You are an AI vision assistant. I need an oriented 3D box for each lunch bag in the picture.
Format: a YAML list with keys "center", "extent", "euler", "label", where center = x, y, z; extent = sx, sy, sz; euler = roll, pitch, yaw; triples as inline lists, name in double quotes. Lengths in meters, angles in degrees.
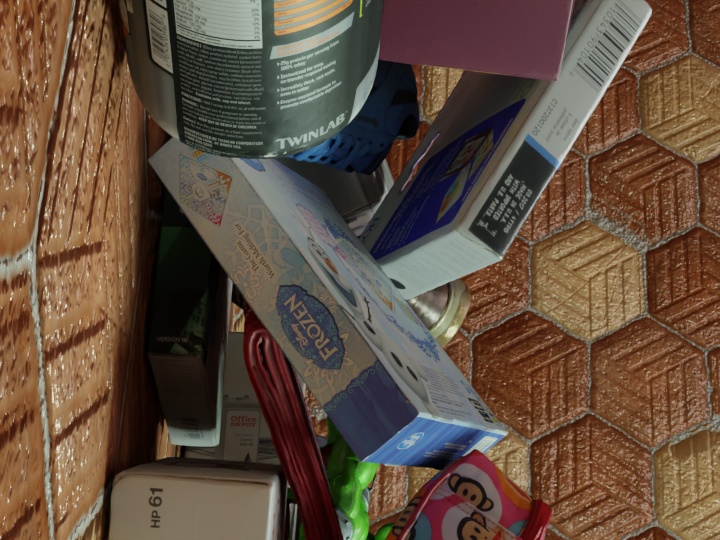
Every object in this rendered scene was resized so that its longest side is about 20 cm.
- center: [0.016, 0.210, 0.829]
  extent: [0.201, 0.082, 0.177]
  euler: [-53, 177, -38]
  label: "lunch bag"

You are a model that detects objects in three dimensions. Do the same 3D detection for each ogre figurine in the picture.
- center: [-0.011, 0.150, 1.019]
  extent: [0.200, 0.097, 0.121]
  euler: [-37, -150, 60]
  label: "ogre figurine"

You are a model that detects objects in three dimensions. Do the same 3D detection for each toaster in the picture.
- center: [-0.039, -0.088, 1.095]
  extent: [0.200, 0.112, 0.131]
  euler: [-117, -177, -81]
  label: "toaster"

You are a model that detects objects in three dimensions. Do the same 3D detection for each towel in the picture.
- center: [-0.049, 0.065, 0.882]
  extent: [0.200, 0.022, 0.146]
  euler: [-114, -172, -71]
  label: "towel"

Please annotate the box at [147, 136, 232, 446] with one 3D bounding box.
- center: [-0.100, -0.010, 0.932]
  extent: [0.145, 0.036, 0.203]
  euler: [93, -2, -64]
  label: "box"

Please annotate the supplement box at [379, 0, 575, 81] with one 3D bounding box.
- center: [0.067, -0.190, 0.911]
  extent: [0.201, 0.109, 0.087]
  euler: [-86, -177, -66]
  label: "supplement box"

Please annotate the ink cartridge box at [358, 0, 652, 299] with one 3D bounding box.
- center: [0.080, -0.076, 0.962]
  extent: [0.199, 0.043, 0.200]
  euler: [-58, -166, -19]
  label: "ink cartridge box"

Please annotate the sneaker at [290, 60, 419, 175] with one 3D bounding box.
- center: [-0.013, -0.094, 0.945]
  extent: [0.200, 0.065, 0.079]
  euler: [-34, 101, -59]
  label: "sneaker"

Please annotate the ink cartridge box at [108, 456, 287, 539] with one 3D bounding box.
- center: [-0.087, 0.180, 0.818]
  extent: [0.200, 0.083, 0.147]
  euler: [82, 11, -85]
  label: "ink cartridge box"

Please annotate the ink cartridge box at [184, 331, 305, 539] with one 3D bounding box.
- center: [-0.087, 0.160, 1.124]
  extent: [0.147, 0.081, 0.203]
  euler: [94, 0, -72]
  label: "ink cartridge box"

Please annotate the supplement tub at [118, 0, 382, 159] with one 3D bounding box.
- center: [-0.047, -0.151, 0.637]
  extent: [0.201, 0.121, 0.124]
  euler: [95, -1, -57]
  label: "supplement tub"

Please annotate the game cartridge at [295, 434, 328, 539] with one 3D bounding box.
- center: [-0.069, 0.196, 1.251]
  extent: [0.199, 0.038, 0.131]
  euler: [3, -104, 62]
  label: "game cartridge"

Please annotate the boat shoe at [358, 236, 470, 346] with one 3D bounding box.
- center: [0.000, 0.000, 1.088]
  extent: [0.073, 0.072, 0.200]
  euler: [-62, -148, 1]
  label: "boat shoe"

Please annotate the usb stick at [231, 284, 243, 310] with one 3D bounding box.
- center: [-0.042, 0.041, 1.155]
  extent: [0.033, 0.199, 0.056]
  euler: [-40, 143, -24]
  label: "usb stick"

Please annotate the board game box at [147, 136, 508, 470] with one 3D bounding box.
- center: [-0.012, 0.020, 0.839]
  extent: [0.200, 0.043, 0.200]
  euler: [54, 9, 18]
  label: "board game box"
